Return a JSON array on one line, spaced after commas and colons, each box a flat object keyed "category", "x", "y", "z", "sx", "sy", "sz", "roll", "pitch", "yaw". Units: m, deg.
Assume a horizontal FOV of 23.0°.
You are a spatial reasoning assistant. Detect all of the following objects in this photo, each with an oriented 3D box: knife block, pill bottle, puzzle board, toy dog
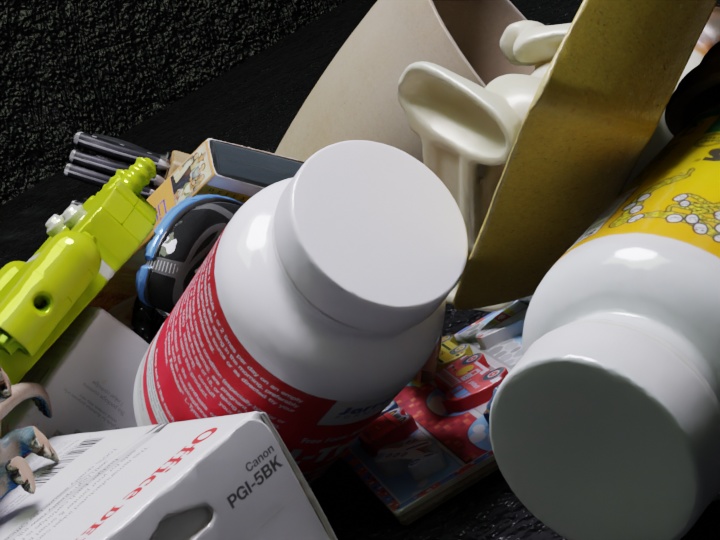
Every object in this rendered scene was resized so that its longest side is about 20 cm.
[{"category": "knife block", "x": -0.122, "y": -0.061, "z": 1.371, "sx": 0.199, "sy": 0.176, "sz": 0.064, "roll": -28, "pitch": 14, "yaw": 1}, {"category": "pill bottle", "x": 0.132, "y": 0.019, "z": 0.689, "sx": 0.112, "sy": 0.113, "sz": 0.200, "roll": -16, "pitch": 17, "yaw": 42}, {"category": "puzzle board", "x": 0.057, "y": 0.059, "z": 0.903, "sx": 0.150, "sy": 0.017, "sz": 0.200, "roll": -31, "pitch": 14, "yaw": -8}, {"category": "pill bottle", "x": -0.029, "y": 0.027, "z": 0.837, "sx": 0.112, "sy": 0.112, "sz": 0.200, "roll": -39, "pitch": -8, "yaw": -37}, {"category": "toy dog", "x": 0.140, "y": -0.075, "z": 0.959, "sx": 0.193, "sy": 0.140, "sz": 0.200, "roll": 16, "pitch": 37, "yaw": 41}]

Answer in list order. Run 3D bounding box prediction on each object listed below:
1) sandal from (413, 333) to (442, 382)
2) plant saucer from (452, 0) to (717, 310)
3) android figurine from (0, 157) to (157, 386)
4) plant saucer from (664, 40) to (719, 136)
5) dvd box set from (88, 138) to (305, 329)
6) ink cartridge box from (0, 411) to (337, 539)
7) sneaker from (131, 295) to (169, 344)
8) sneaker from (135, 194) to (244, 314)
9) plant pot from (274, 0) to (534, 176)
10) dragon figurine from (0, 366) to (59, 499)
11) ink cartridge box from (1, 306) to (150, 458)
[{"category": "sandal", "x": 0.000, "y": 0.000, "z": 0.954, "sx": 0.054, "sy": 0.081, "sz": 0.200, "roll": -10, "pitch": 29, "yaw": -15}, {"category": "plant saucer", "x": 0.115, "y": -0.090, "z": 0.774, "sx": 0.201, "sy": 0.048, "sz": 0.200, "roll": -61, "pitch": -7, "yaw": -25}, {"category": "android figurine", "x": -0.183, "y": 0.016, "z": 0.987, "sx": 0.200, "sy": 0.041, "sz": 0.182, "roll": -51, "pitch": 13, "yaw": -16}, {"category": "plant saucer", "x": 0.233, "y": -0.078, "z": 0.769, "sx": 0.199, "sy": 0.030, "sz": 0.200, "roll": 2, "pitch": -11, "yaw": 0}, {"category": "dvd box set", "x": -0.090, "y": -0.004, "z": 1.116, "sx": 0.146, "sy": 0.030, "sz": 0.200, "roll": 12, "pitch": -38, "yaw": -39}, {"category": "ink cartridge box", "x": -0.127, "y": 0.143, "z": 0.818, "sx": 0.147, "sy": 0.083, "sz": 0.200, "roll": -38, "pitch": 16, "yaw": -34}, {"category": "sneaker", "x": -0.070, "y": 0.061, "z": 1.034, "sx": 0.087, "sy": 0.076, "sz": 0.200, "roll": 1, "pitch": 22, "yaw": -22}, {"category": "sneaker", "x": -0.046, "y": 0.007, "z": 1.019, "sx": 0.083, "sy": 0.071, "sz": 0.199, "roll": 26, "pitch": 8, "yaw": 42}, {"category": "plant pot", "x": 0.030, "y": -0.078, "z": 1.180, "sx": 0.200, "sy": 0.187, "sz": 0.187, "roll": -39, "pitch": 8, "yaw": 23}, {"category": "dragon figurine", "x": -0.203, "y": 0.095, "z": 0.844, "sx": 0.099, "sy": 0.059, "sz": 0.200, "roll": -29, "pitch": 14, "yaw": 5}, {"category": "ink cartridge box", "x": -0.193, "y": 0.119, "z": 0.997, "sx": 0.200, "sy": 0.067, "sz": 0.116, "roll": -55, "pitch": 18, "yaw": -13}]
